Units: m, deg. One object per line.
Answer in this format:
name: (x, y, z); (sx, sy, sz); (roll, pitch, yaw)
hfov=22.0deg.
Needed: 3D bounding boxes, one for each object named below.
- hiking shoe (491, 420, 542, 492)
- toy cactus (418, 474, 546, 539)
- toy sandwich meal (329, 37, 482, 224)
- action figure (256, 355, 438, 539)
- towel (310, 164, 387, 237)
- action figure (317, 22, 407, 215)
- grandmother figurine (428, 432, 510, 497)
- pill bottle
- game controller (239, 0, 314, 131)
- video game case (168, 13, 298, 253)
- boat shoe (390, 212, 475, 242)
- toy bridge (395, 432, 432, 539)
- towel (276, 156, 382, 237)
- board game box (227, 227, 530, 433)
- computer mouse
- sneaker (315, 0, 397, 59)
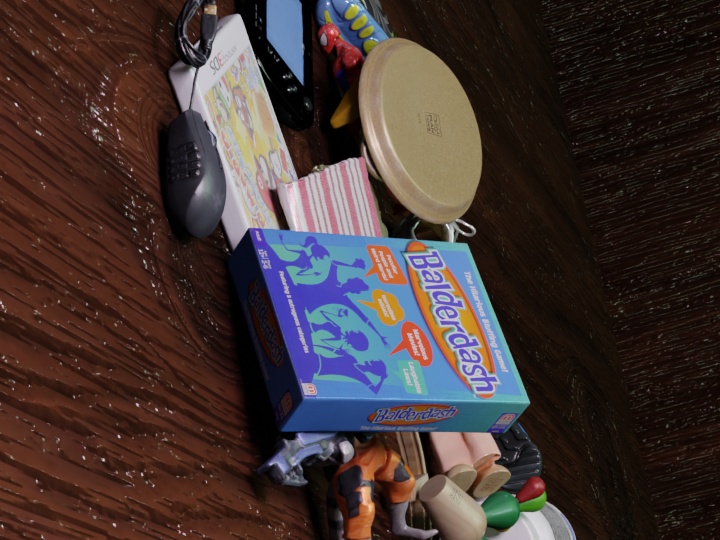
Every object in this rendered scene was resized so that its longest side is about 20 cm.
hiking shoe: (0.112, 0.144, 1.859); (0.201, 0.074, 0.087); (58, -1, 21)
toy cactus: (0.113, 0.248, 1.621); (0.165, 0.102, 0.201); (50, 57, -25)
toy sandwich meal: (0.046, -0.135, 1.795); (0.204, 0.070, 0.207); (26, 56, -45)
action figure: (-0.028, 0.141, 1.376); (0.199, 0.104, 0.195); (-27, 95, -51)
towel: (0.000, 0.000, 1.690); (0.148, 0.036, 0.202); (-15, 91, -76)
action figure: (0.005, -0.154, 1.852); (0.065, 0.051, 0.202); (-64, 133, -78)
grandmother figurine: (0.082, 0.121, 1.773); (0.120, 0.061, 0.201); (13, 43, -40)
pill bottle: (0.142, 0.275, 1.802); (0.200, 0.113, 0.115); (29, 48, -72)
game controller: (-0.073, -0.215, 1.614); (0.105, 0.042, 0.201); (61, 19, -45)
video game case: (-0.088, -0.087, 1.454); (0.182, 0.023, 0.202); (-66, 140, -69)
boat shoe: (0.072, -0.031, 1.858); (0.074, 0.087, 0.202); (28, 20, -4)
toy bridge: (0.044, 0.193, 1.637); (0.067, 0.027, 0.202); (-10, 92, -76)
towel: (-0.020, -0.013, 1.536); (0.200, 0.030, 0.148); (-28, 105, -70)
board game box: (0.014, 0.046, 1.368); (0.198, 0.045, 0.153); (3, 51, -33)
computer mouse: (-0.110, -0.115, 1.315); (0.059, 0.034, 0.202); (40, 44, -55)
sneaker: (0.010, -0.246, 1.922); (0.200, 0.070, 0.084); (51, 33, -53)
